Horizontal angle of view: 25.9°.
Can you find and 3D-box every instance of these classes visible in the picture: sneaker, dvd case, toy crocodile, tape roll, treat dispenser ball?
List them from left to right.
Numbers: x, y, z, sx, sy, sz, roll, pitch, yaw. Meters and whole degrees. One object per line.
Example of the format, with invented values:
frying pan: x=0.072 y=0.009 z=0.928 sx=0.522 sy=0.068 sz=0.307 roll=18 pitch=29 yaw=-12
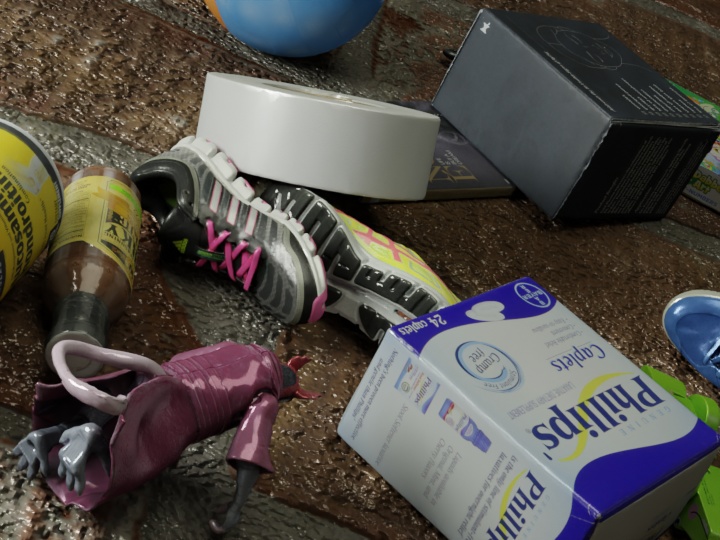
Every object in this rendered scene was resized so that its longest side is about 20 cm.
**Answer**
sneaker: x=-0.108 y=-0.023 z=1.192 sx=0.087 sy=0.074 sz=0.200 roll=-21 pitch=56 yaw=-40
treat dispenser ball: x=-0.066 y=-0.311 z=1.537 sx=0.200 sy=0.201 sz=0.201 roll=19 pitch=31 yaw=-12
tape roll: x=-0.035 y=-0.113 z=1.306 sx=0.201 sy=0.071 sz=0.202 roll=10 pitch=8 yaw=-1
sneaker: x=0.000 y=0.000 z=1.244 sx=0.200 sy=0.078 sz=0.090 roll=40 pitch=22 yaw=16
dvd case: x=0.036 y=-0.117 z=1.496 sx=0.199 sy=0.016 sz=0.149 roll=-5 pitch=43 yaw=-41
toy crocodile: x=0.249 y=0.147 z=1.211 sx=0.067 sy=0.062 sz=0.200 roll=17 pitch=36 yaw=-25
sneaker: x=0.341 y=0.093 z=1.336 sx=0.200 sy=0.077 sz=0.111 roll=38 pitch=22 yaw=9

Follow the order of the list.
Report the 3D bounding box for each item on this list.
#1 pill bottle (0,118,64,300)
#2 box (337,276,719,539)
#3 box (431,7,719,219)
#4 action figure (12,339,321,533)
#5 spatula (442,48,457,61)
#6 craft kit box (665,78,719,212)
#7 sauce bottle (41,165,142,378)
pill bottle: x=-0.276 y=-0.015 z=1.008 sx=0.112 sy=0.112 sz=0.200 roll=25 pitch=31 yaw=0
box: x=0.122 y=0.117 z=1.110 sx=0.200 sy=0.105 sz=0.184 roll=41 pitch=34 yaw=24
box: x=0.217 y=-0.156 z=1.576 sx=0.196 sy=0.124 sz=0.200 roll=0 pitch=38 yaw=-46
action figure: x=-0.112 y=0.075 z=0.972 sx=0.199 sy=0.149 sz=0.134 roll=-17 pitch=43 yaw=-32
spatula: x=0.183 y=-0.215 z=1.750 sx=0.199 sy=0.021 sz=0.057 roll=13 pitch=20 yaw=-17
craft kit box: x=0.392 y=-0.133 z=1.763 sx=0.197 sy=0.049 sz=0.200 roll=31 pitch=31 yaw=4
sauce bottle: x=-0.190 y=0.001 z=1.098 sx=0.064 sy=0.065 sz=0.200 roll=17 pitch=33 yaw=-15
